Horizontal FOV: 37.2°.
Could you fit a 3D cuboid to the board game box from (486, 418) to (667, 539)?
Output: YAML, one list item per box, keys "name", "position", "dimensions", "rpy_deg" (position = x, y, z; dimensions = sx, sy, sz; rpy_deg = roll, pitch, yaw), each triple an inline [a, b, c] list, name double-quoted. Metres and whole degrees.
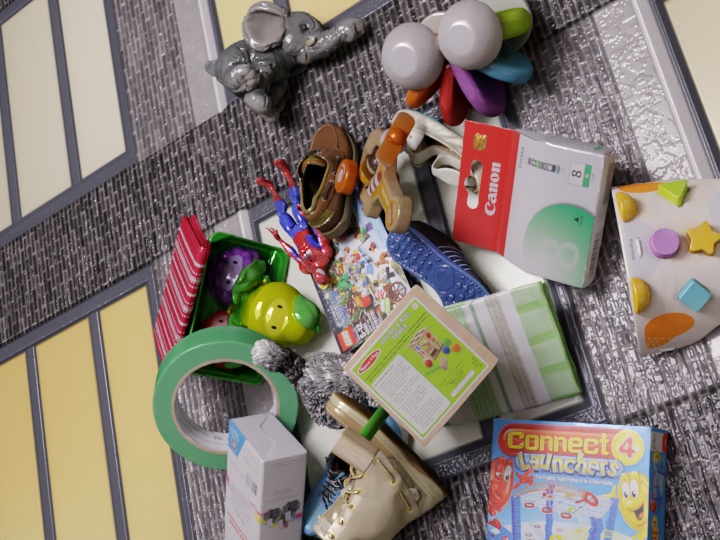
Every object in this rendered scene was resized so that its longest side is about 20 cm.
- name: "board game box"
  position: [0.243, 0.274, 1.218]
  dimensions: [0.198, 0.056, 0.199]
  rpy_deg: [-3, 78, 35]

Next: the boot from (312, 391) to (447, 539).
- name: "boot"
  position: [-0.008, 0.260, 1.310]
  dimensions: [0.155, 0.200, 0.073]
  rpy_deg: [-43, 22, 2]

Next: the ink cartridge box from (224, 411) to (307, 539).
- name: "ink cartridge box"
  position: [-0.129, 0.308, 1.427]
  dimensions: [0.115, 0.067, 0.203]
  rpy_deg: [37, 127, 54]

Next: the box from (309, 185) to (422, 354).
- name: "box"
  position: [0.000, 0.000, 1.465]
  dimensions: [0.136, 0.038, 0.202]
  rpy_deg: [-36, 61, 24]

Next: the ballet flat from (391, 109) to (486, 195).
- name: "ballet flat"
  position: [0.101, -0.156, 1.404]
  dimensions: [0.199, 0.068, 0.062]
  rpy_deg: [29, 57, 36]

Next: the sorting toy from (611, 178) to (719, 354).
- name: "sorting toy"
  position: [0.380, -0.027, 1.181]
  dimensions: [0.178, 0.107, 0.203]
  rpy_deg: [-10, 73, 13]

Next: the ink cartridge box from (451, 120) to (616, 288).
- name: "ink cartridge box"
  position: [0.197, -0.084, 1.289]
  dimensions: [0.198, 0.050, 0.163]
  rpy_deg: [16, 112, 27]

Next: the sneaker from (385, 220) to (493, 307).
- name: "sneaker"
  position: [0.122, 0.009, 1.361]
  dimensions: [0.200, 0.078, 0.070]
  rpy_deg: [47, 119, 10]

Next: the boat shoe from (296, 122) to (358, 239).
- name: "boat shoe"
  position: [-0.049, -0.140, 1.483]
  dimensions: [0.072, 0.068, 0.202]
  rpy_deg: [-32, 42, 27]

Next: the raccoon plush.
- name: "raccoon plush"
  position: [-0.026, 0.132, 1.368]
  dimensions: [0.134, 0.198, 0.098]
  rpy_deg: [-33, 48, 39]

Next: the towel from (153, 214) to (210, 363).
- name: "towel"
  position: [-0.254, 0.034, 1.521]
  dimensions: [0.145, 0.022, 0.202]
  rpy_deg: [-129, 52, -62]

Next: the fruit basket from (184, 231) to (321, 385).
- name: "fruit basket"
  position: [-0.159, 0.058, 1.511]
  dimensions: [0.215, 0.154, 0.219]
  rpy_deg: [-23, 60, 48]

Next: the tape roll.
- name: "tape roll"
  position: [-0.183, 0.176, 1.465]
  dimensions: [0.201, 0.199, 0.048]
  rpy_deg: [-50, 19, 15]

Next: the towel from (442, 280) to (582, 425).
- name: "towel"
  position: [0.159, 0.103, 1.310]
  dimensions: [0.198, 0.031, 0.151]
  rpy_deg: [-17, 97, 29]

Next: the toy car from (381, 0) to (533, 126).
- name: "toy car"
  position: [0.135, -0.264, 1.369]
  dimensions: [0.198, 0.175, 0.152]
  rpy_deg: [-14, 102, 32]

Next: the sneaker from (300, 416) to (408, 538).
- name: "sneaker"
  position: [-0.027, 0.263, 1.392]
  dimensions: [0.078, 0.089, 0.201]
  rpy_deg: [44, 108, 34]

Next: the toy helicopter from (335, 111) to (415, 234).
- name: "toy helicopter"
  position: [0.037, -0.118, 1.358]
  dimensions: [0.201, 0.078, 0.133]
  rpy_deg: [-110, 38, -55]

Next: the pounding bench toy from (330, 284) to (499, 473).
- name: "pounding bench toy"
  position: [0.047, 0.139, 1.238]
  dimensions: [0.124, 0.156, 0.200]
  rpy_deg: [41, 87, 8]

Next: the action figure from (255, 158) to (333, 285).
- name: "action figure"
  position: [-0.089, -0.062, 1.493]
  dimensions: [0.065, 0.052, 0.201]
  rpy_deg: [-38, 62, 19]

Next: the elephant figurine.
- name: "elephant figurine"
  position: [-0.114, -0.330, 1.585]
  dimensions: [0.201, 0.155, 0.142]
  rpy_deg: [-51, 12, 2]
